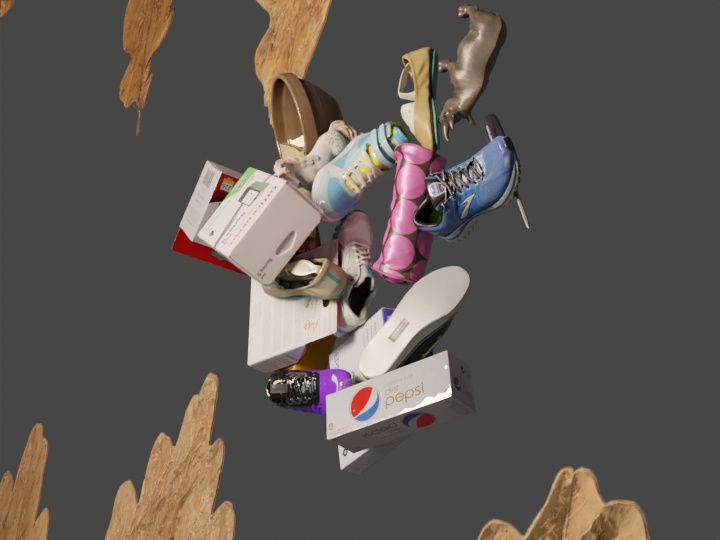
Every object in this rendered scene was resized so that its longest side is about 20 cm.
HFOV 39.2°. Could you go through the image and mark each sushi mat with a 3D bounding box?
[{"bbox_3d":[-0.101,-0.117,1.734,0.096,0.012,0.202,28,131,60],"label":"sushi mat"}]

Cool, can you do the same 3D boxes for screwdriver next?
[{"bbox_3d":[0.196,-0.133,1.365,0.029,0.028,0.202,-19,55,17],"label":"screwdriver"}]

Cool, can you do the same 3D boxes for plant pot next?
[{"bbox_3d":[-0.086,-0.249,1.767,0.201,0.092,0.203,166,90,-73],"label":"plant pot"}]

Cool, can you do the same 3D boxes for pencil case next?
[{"bbox_3d":[0.070,-0.079,1.475,0.093,0.090,0.202,2,78,58],"label":"pencil case"}]

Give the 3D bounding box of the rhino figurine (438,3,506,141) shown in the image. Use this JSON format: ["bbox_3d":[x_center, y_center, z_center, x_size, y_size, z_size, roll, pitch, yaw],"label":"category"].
[{"bbox_3d":[0.156,-0.286,1.474,0.087,0.059,0.202,24,98,54],"label":"rhino figurine"}]

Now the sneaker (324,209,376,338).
[{"bbox_3d":[0.000,0.000,1.547,0.086,0.074,0.202,-26,56,59],"label":"sneaker"}]

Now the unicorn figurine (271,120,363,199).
[{"bbox_3d":[-0.065,-0.164,1.645,0.074,0.137,0.201,-18,36,47],"label":"unicorn figurine"}]

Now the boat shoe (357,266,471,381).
[{"bbox_3d":[0.079,0.078,1.389,0.200,0.064,0.071,-45,54,0],"label":"boat shoe"}]

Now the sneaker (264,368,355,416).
[{"bbox_3d":[-0.083,0.179,1.490,0.200,0.099,0.070,-16,66,61],"label":"sneaker"}]

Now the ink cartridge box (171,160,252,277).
[{"bbox_3d":[-0.210,-0.074,1.802,0.084,0.199,0.177,39,107,56],"label":"ink cartridge box"}]

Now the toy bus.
[{"bbox_3d":[-0.076,0.086,1.636,0.078,0.065,0.202,17,89,58],"label":"toy bus"}]

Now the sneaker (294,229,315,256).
[{"bbox_3d":[-0.121,-0.031,1.704,0.200,0.069,0.091,129,141,-63],"label":"sneaker"}]

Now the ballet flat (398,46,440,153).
[{"bbox_3d":[0.090,-0.257,1.553,0.062,0.069,0.202,-4,55,9],"label":"ballet flat"}]

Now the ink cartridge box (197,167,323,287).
[{"bbox_3d":[-0.157,-0.072,1.564,0.146,0.084,0.200,-53,24,-5],"label":"ink cartridge box"}]

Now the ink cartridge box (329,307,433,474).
[{"bbox_3d":[0.029,0.161,1.455,0.200,0.040,0.201,-43,41,38],"label":"ink cartridge box"}]

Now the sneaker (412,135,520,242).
[{"bbox_3d":[0.139,-0.107,1.358,0.200,0.088,0.079,-50,46,42],"label":"sneaker"}]

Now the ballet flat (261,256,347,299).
[{"bbox_3d":[-0.102,0.005,1.543,0.199,0.069,0.070,0,74,46],"label":"ballet flat"}]

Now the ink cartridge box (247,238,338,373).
[{"bbox_3d":[-0.095,0.058,1.593,0.199,0.057,0.164,-19,58,34],"label":"ink cartridge box"}]

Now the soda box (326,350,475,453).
[{"bbox_3d":[0.050,0.176,1.338,0.199,0.064,0.069,-23,52,27],"label":"soda box"}]

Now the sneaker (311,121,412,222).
[{"bbox_3d":[0.009,-0.163,1.568,0.130,0.080,0.201,-21,29,47],"label":"sneaker"}]
